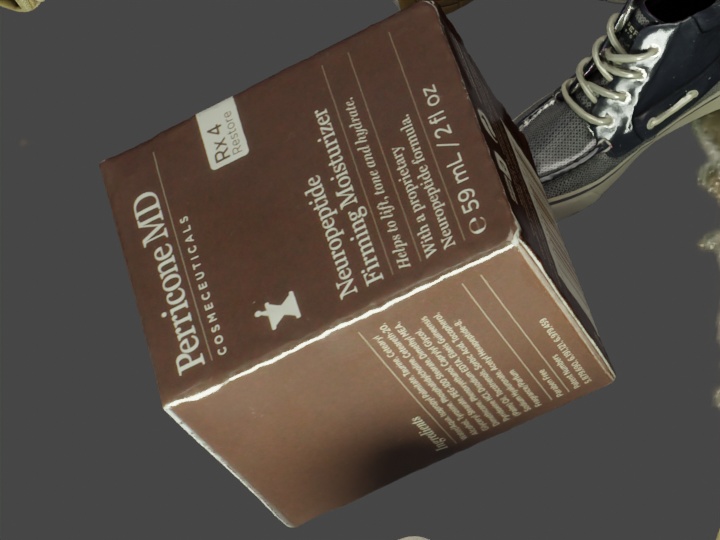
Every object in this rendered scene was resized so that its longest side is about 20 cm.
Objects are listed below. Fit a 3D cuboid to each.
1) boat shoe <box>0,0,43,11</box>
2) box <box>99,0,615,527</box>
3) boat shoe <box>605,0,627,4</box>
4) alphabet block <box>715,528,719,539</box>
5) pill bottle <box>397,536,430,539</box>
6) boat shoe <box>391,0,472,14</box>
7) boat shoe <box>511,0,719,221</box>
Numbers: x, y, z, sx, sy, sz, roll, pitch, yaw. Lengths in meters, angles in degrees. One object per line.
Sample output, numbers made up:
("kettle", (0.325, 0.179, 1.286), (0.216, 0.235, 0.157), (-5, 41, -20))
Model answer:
("boat shoe", (-0.221, -0.193, 1.551), (0.200, 0.071, 0.065), (-29, 90, -17))
("box", (0.000, 0.000, 1.282), (0.200, 0.164, 0.166), (-26, 55, 10))
("boat shoe", (0.205, -0.209, 1.454), (0.199, 0.072, 0.072), (-3, 55, 10))
("alphabet block", (0.281, 0.130, 1.102), (0.196, 0.195, 0.200), (29, 64, -8))
("pill bottle", (0.078, 0.221, 1.172), (0.200, 0.111, 0.111), (29, 67, 28))
("boat shoe", (0.068, -0.229, 1.504), (0.069, 0.071, 0.200), (28, 57, 28))
("boat shoe", (0.142, -0.108, 1.388), (0.200, 0.093, 0.075), (-34, 56, -11))
